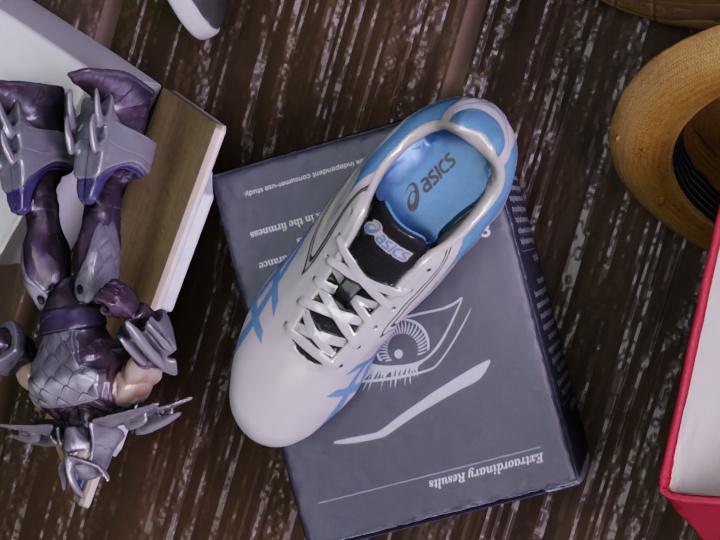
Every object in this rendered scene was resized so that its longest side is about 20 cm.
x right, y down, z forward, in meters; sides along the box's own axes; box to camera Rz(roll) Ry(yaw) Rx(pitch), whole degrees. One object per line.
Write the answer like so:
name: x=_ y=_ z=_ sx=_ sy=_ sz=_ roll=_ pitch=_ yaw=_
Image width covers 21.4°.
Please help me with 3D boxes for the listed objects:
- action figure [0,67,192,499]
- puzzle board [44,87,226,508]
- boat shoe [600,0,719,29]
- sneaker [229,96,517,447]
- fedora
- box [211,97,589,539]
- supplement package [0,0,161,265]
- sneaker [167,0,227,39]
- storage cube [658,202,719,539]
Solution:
action figure: x=-0.141 y=0.008 z=0.915 sx=0.129 sy=0.069 sz=0.203 roll=-8 pitch=82 yaw=27
puzzle board: x=-0.118 y=0.010 z=1.000 sx=0.017 sy=0.151 sz=0.202 roll=18 pitch=97 yaw=-19
boat shoe: x=0.182 y=-0.167 z=0.975 sx=0.198 sy=0.074 sz=0.070 roll=19 pitch=68 yaw=3
sneaker: x=0.000 y=0.000 z=0.905 sx=0.072 sy=0.072 sz=0.201 roll=38 pitch=100 yaw=5
fedora: x=0.220 y=-0.077 z=0.935 sx=0.198 sy=0.201 sz=0.082 roll=13 pitch=58 yaw=10
box: x=0.024 y=0.027 z=0.990 sx=0.146 sy=0.104 sz=0.202 roll=-14 pitch=90 yaw=10
supplement package: x=-0.228 y=-0.105 z=1.025 sx=0.199 sy=0.117 sz=0.118 roll=33 pitch=97 yaw=8
sneaker: x=-0.068 y=-0.229 z=1.013 sx=0.098 sy=0.071 sz=0.203 roll=-8 pitch=87 yaw=15
storage cube: x=0.259 y=0.061 z=0.860 sx=0.169 sy=0.180 sz=0.202 roll=1 pitch=62 yaw=34
